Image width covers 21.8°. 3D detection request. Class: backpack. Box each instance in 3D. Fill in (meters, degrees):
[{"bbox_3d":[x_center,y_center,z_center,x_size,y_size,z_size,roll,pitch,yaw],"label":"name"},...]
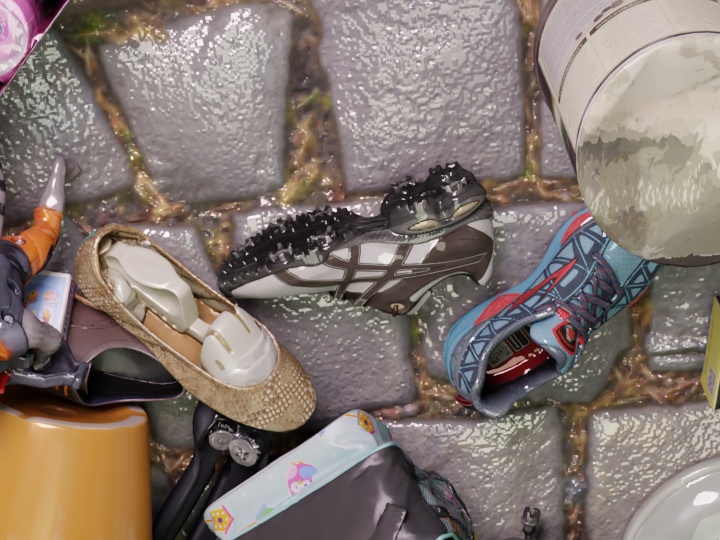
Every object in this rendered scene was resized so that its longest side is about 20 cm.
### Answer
[{"bbox_3d":[-0.005,0.201,1.334,0.175,0.154,0.200,-36,148,7],"label":"backpack"}]

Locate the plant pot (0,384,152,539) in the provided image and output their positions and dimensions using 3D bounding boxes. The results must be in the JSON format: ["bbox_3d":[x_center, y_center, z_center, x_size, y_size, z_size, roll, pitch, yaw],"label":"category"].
[{"bbox_3d":[-0.224,0.180,1.314,0.198,0.200,0.185,10,98,-8],"label":"plant pot"}]

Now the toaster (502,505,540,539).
[{"bbox_3d":[0.134,0.293,1.393,0.112,0.129,0.202,2,117,18],"label":"toaster"}]

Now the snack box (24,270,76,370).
[{"bbox_3d":[-0.299,0.027,1.281,0.198,0.024,0.073,7,70,3],"label":"snack box"}]

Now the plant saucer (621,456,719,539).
[{"bbox_3d":[0.296,0.237,1.431,0.198,0.050,0.202,-1,114,-2],"label":"plant saucer"}]

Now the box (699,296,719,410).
[{"bbox_3d":[0.351,0.064,1.354,0.198,0.050,0.076,3,115,-5],"label":"box"}]

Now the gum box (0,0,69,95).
[{"bbox_3d":[-0.229,-0.171,1.183,0.066,0.114,0.200,35,109,-17],"label":"gum box"}]

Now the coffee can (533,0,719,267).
[{"bbox_3d":[0.193,-0.110,1.185,0.145,0.200,0.148,-1,115,-2],"label":"coffee can"}]

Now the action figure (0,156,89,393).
[{"bbox_3d":[-0.272,0.004,1.216,0.198,0.195,0.105,4,143,-12],"label":"action figure"}]

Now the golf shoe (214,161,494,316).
[{"bbox_3d":[0.000,0.000,1.293,0.198,0.078,0.095,-16,115,6],"label":"golf shoe"}]

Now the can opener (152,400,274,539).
[{"bbox_3d":[-0.105,0.148,1.362,0.063,0.079,0.201,19,123,-5],"label":"can opener"}]

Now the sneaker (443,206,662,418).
[{"bbox_3d":[0.147,0.034,1.305,0.079,0.096,0.200,41,107,-19],"label":"sneaker"}]

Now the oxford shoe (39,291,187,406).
[{"bbox_3d":[-0.211,0.054,1.308,0.198,0.073,0.072,4,115,-5],"label":"oxford shoe"}]

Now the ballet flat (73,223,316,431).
[{"bbox_3d":[-0.114,0.037,1.274,0.199,0.071,0.065,33,155,5],"label":"ballet flat"}]
